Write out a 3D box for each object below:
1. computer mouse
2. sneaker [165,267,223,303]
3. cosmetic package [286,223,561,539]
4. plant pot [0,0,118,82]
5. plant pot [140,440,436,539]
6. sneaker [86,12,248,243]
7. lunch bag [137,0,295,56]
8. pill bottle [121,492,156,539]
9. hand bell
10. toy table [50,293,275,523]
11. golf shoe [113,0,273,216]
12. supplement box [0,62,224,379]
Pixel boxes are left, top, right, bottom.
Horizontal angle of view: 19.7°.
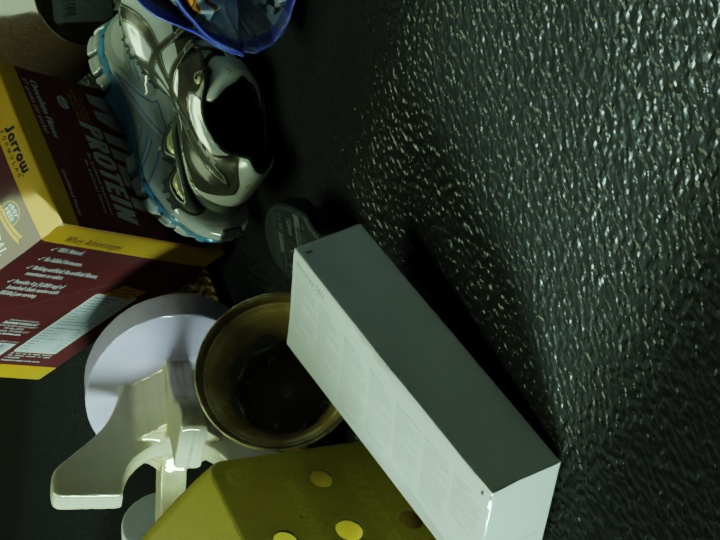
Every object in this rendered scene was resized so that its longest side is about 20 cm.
[{"bbox_3d":[0.000,0.000,1.256,0.200,0.034,0.059,34,136,52],"label":"computer mouse"},{"bbox_3d":[-0.154,0.007,1.626,0.090,0.075,0.200,76,172,-72],"label":"sneaker"},{"bbox_3d":[0.031,0.070,1.148,0.200,0.051,0.083,51,152,34],"label":"cosmetic package"},{"bbox_3d":[-0.261,-0.212,1.622,0.200,0.187,0.187,1,105,55],"label":"plant pot"},{"bbox_3d":[-0.029,0.215,1.258,0.200,0.200,0.177,58,143,39],"label":"plant pot"},{"bbox_3d":[-0.129,-0.114,1.463,0.087,0.075,0.200,-48,64,46],"label":"sneaker"},{"bbox_3d":[-0.106,-0.244,1.239,0.200,0.124,0.170,76,169,-59],"label":"lunch bag"},{"bbox_3d":[-0.157,0.285,1.746,0.112,0.112,0.200,-126,29,-45],"label":"pill bottle"},{"bbox_3d":[-0.042,0.099,1.358,0.200,0.104,0.104,77,170,-67],"label":"hand bell"},{"bbox_3d":[-0.134,0.121,1.514,0.200,0.183,0.117,86,176,-53],"label":"toy table"},{"bbox_3d":[-0.101,-0.139,1.385,0.094,0.078,0.200,-24,83,53],"label":"golf shoe"},{"bbox_3d":[-0.248,-0.029,1.507,0.200,0.197,0.133,-33,70,24],"label":"supplement box"}]
